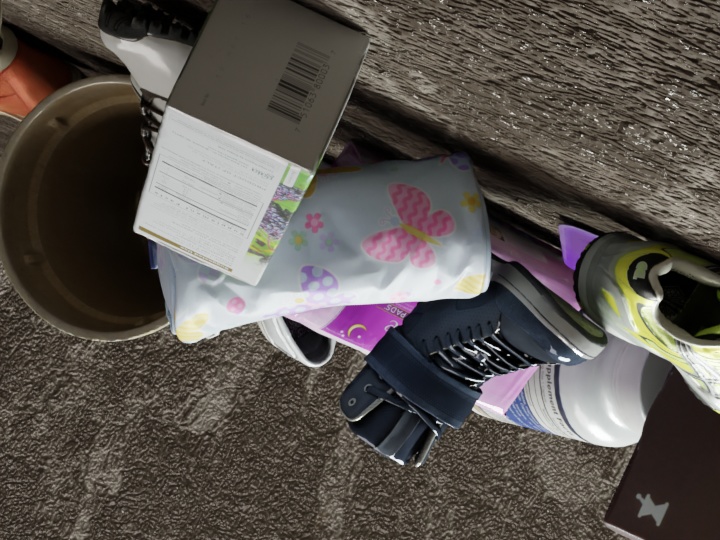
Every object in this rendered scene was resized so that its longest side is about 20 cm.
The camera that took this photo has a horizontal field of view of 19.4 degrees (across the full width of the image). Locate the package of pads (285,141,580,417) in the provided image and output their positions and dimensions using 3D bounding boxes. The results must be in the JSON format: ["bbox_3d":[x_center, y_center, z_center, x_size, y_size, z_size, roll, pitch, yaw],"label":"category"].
[{"bbox_3d":[0.047,0.010,1.430,0.200,0.121,0.076,25,-162,-24],"label":"package of pads"}]

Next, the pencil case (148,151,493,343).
[{"bbox_3d":[-0.022,-0.013,1.226,0.199,0.091,0.083,-9,-169,-7],"label":"pencil case"}]

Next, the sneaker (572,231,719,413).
[{"bbox_3d":[0.219,0.044,1.236,0.200,0.076,0.076,24,177,-19],"label":"sneaker"}]

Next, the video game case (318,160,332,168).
[{"bbox_3d":[0.024,-0.040,1.659,0.200,0.023,0.182,24,176,1],"label":"video game case"}]

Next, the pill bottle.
[{"bbox_3d":[0.166,0.070,1.565,0.111,0.111,0.200,27,169,-36],"label":"pill bottle"}]

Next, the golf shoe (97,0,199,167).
[{"bbox_3d":[-0.096,-0.089,1.230,0.078,0.095,0.200,28,177,35],"label":"golf shoe"}]

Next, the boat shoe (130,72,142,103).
[{"bbox_3d":[-0.090,-0.057,1.361,0.200,0.064,0.071,49,-152,19],"label":"boat shoe"}]

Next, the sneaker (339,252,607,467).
[{"bbox_3d":[0.065,0.063,1.286,0.077,0.146,0.202,39,177,-18],"label":"sneaker"}]

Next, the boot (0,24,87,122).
[{"bbox_3d":[-0.319,-0.171,1.707,0.200,0.075,0.107,10,165,39],"label":"boot"}]

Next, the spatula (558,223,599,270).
[{"bbox_3d":[0.169,0.005,1.398,0.056,0.021,0.200,23,176,18],"label":"spatula"}]

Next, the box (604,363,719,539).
[{"bbox_3d":[0.292,0.142,1.413,0.164,0.166,0.200,23,177,27],"label":"box"}]

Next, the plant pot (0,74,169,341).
[{"bbox_3d":[-0.158,-0.045,1.659,0.200,0.201,0.183,23,-174,19],"label":"plant pot"}]

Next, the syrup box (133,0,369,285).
[{"bbox_3d":[-0.061,-0.067,1.088,0.081,0.079,0.200,24,161,-2],"label":"syrup box"}]

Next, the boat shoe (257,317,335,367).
[{"bbox_3d":[-0.057,-0.015,1.529,0.069,0.072,0.200,42,146,49],"label":"boat shoe"}]

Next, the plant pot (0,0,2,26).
[{"bbox_3d":[-0.305,-0.146,1.270,0.200,0.201,0.173,26,159,-27],"label":"plant pot"}]
